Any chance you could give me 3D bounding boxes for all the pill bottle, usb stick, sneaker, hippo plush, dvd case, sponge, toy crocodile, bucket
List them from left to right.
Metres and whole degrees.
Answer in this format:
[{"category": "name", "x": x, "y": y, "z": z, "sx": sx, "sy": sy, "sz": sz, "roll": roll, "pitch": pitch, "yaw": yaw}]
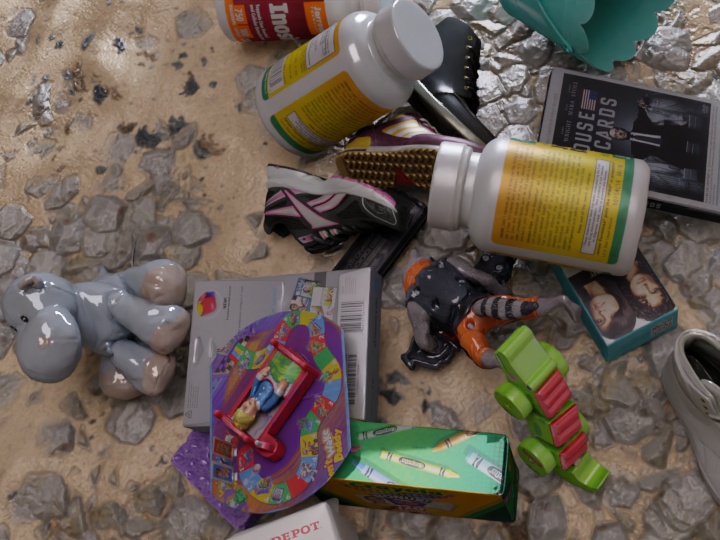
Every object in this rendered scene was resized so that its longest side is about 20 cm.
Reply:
[{"category": "hippo plush", "x": -0.282, "y": 0.038, "z": 1.177, "sx": 0.159, "sy": 0.160, "sz": 0.201, "roll": -38, "pitch": 59, "yaw": 37}, {"category": "sponge", "x": -0.097, "y": 0.154, "z": 1.166, "sx": 0.111, "sy": 0.030, "sz": 0.200, "roll": 37, "pitch": 89, "yaw": 26}, {"category": "pill bottle", "x": -0.066, "y": -0.333, "z": 1.350, "sx": 0.199, "sy": 0.113, "sz": 0.114, "roll": 0, "pitch": 66, "yaw": 14}, {"category": "sneaker", "x": -0.028, "y": -0.057, "z": 1.233, "sx": 0.199, "sy": 0.080, "sz": 0.087, "roll": 14, "pitch": 91, "yaw": 43}, {"category": "pill bottle", "x": -0.011, "y": -0.213, "z": 1.239, "sx": 0.199, "sy": 0.112, "sz": 0.113, "roll": -26, "pitch": 58, "yaw": 36}, {"category": "usb stick", "x": 0.000, "y": 0.000, "z": 1.229, "sx": 0.055, "sy": 0.033, "sz": 0.200, "roll": 30, "pitch": 76, "yaw": 31}, {"category": "sneaker", "x": 0.070, "y": -0.135, "z": 1.232, "sx": 0.199, "sy": 0.075, "sz": 0.090, "roll": 8, "pitch": 49, "yaw": 32}, {"category": "sneaker", "x": 0.116, "y": -0.208, "z": 1.272, "sx": 0.106, "sy": 0.075, "sz": 0.200, "roll": -37, "pitch": 62, "yaw": -5}, {"category": "pill bottle", "x": 0.170, "y": -0.067, "z": 1.096, "sx": 0.199, "sy": 0.113, "sz": 0.113, "roll": 10, "pitch": 69, "yaw": 9}, {"category": "toy crocodile", "x": 0.177, "y": 0.133, "z": 1.049, "sx": 0.067, "sy": 0.201, "sz": 0.062, "roll": -39, "pitch": 35, "yaw": -20}, {"category": "bucket", "x": 0.253, "y": -0.336, "z": 1.233, "sx": 0.134, "sy": 0.207, "sz": 0.207, "roll": 33, "pitch": 77, "yaw": 28}, {"category": "dvd case", "x": 0.288, "y": -0.134, "z": 1.190, "sx": 0.199, "sy": 0.025, "sz": 0.151, "roll": 13, "pitch": 59, "yaw": 4}, {"category": "sneaker", "x": 0.341, "y": 0.148, "z": 1.036, "sx": 0.073, "sy": 0.116, "sz": 0.201, "roll": -28, "pitch": 64, "yaw": -3}]

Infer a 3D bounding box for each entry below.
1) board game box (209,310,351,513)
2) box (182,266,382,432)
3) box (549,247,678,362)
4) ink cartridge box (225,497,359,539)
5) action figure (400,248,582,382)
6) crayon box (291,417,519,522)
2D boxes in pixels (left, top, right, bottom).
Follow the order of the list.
[{"category": "board game box", "x": -0.089, "y": 0.124, "z": 1.066, "sx": 0.157, "sy": 0.039, "sz": 0.201, "roll": -18, "pitch": 59, "yaw": 24}, {"category": "box", "x": -0.079, "y": 0.082, "z": 1.143, "sx": 0.199, "sy": 0.041, "sz": 0.157, "roll": -5, "pitch": 70, "yaw": 19}, {"category": "box", "x": 0.241, "y": -0.013, "z": 1.168, "sx": 0.082, "sy": 0.049, "sz": 0.201, "roll": -27, "pitch": 63, "yaw": 0}, {"category": "ink cartridge box", "x": -0.055, "y": 0.317, "z": 1.045, "sx": 0.128, "sy": 0.125, "sz": 0.201, "roll": -21, "pitch": 64, "yaw": 3}, {"category": "action figure", "x": 0.124, "y": 0.018, "z": 1.145, "sx": 0.193, "sy": 0.105, "sz": 0.200, "roll": 23, "pitch": 68, "yaw": 38}, {"category": "crayon box", "x": 0.047, "y": 0.191, "z": 1.082, "sx": 0.199, "sy": 0.119, "sz": 0.059, "roll": 3, "pitch": 67, "yaw": 15}]
